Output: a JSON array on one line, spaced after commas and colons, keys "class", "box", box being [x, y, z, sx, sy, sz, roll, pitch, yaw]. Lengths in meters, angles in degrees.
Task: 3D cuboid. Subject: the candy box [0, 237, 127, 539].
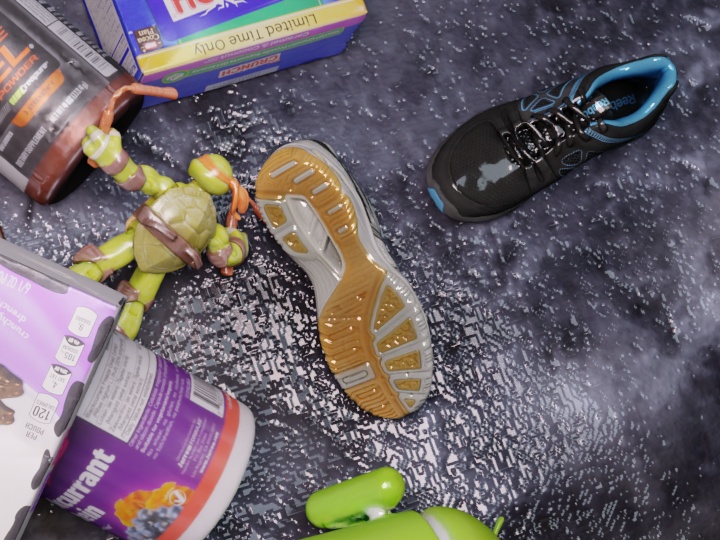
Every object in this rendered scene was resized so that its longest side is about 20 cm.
[{"class": "candy box", "box": [-0.248, 0.073, 1.090, 0.168, 0.072, 0.200, 24, 94, -5]}]

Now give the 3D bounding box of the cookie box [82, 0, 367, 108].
[{"class": "cookie box", "box": [-0.113, -0.232, 1.346, 0.171, 0.075, 0.200, -18, 80, -20]}]

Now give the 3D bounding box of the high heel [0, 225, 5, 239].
[{"class": "high heel", "box": [-0.286, -0.040, 1.230, 0.096, 0.067, 0.200, -22, 109, -6]}]

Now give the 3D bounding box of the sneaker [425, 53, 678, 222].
[{"class": "sneaker", "box": [0.135, -0.102, 1.370, 0.200, 0.082, 0.073, -30, 85, -19]}]

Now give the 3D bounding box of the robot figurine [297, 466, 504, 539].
[{"class": "robot figurine", "box": [0.013, 0.216, 1.225, 0.200, 0.116, 0.176, -12, 79, -18]}]

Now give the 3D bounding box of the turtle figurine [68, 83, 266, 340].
[{"class": "turtle figurine", "box": [-0.127, -0.015, 1.259, 0.161, 0.200, 0.064, -49, 46, -2]}]

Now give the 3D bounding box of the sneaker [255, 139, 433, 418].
[{"class": "sneaker", "box": [0.000, 0.000, 1.309, 0.076, 0.088, 0.200, -19, 103, 14]}]

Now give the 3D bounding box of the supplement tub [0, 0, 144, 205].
[{"class": "supplement tub", "box": [-0.246, -0.141, 1.269, 0.200, 0.107, 0.107, 40, 68, 0]}]

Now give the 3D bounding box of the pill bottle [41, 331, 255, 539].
[{"class": "pill bottle", "box": [-0.175, 0.087, 1.195, 0.200, 0.111, 0.112, 31, 68, -18]}]
